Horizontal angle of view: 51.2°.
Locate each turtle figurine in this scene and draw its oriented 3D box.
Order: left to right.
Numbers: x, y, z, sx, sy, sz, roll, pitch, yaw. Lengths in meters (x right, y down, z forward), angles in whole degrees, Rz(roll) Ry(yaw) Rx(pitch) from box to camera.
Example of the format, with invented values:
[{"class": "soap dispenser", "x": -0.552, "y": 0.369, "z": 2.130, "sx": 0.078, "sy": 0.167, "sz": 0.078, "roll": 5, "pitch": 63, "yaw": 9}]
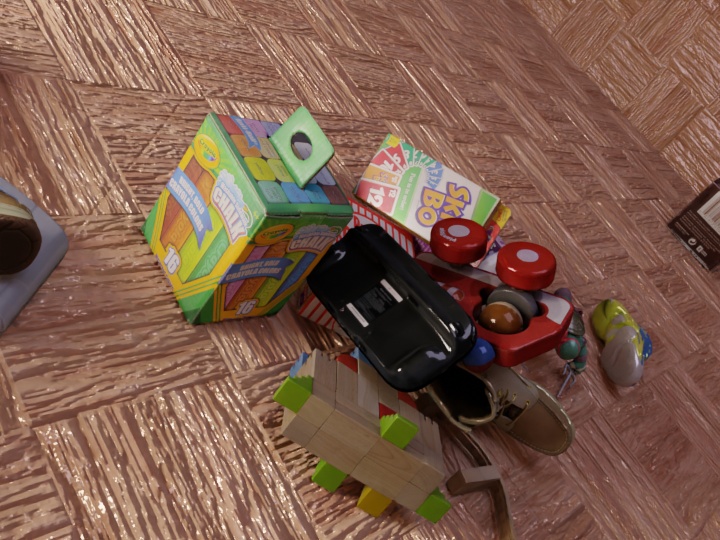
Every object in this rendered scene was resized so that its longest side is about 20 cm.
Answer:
[{"class": "turtle figurine", "x": 0.274, "y": 0.087, "z": 1.064, "sx": 0.148, "sy": 0.101, "sz": 0.202, "roll": 33, "pitch": 27, "yaw": -14}]

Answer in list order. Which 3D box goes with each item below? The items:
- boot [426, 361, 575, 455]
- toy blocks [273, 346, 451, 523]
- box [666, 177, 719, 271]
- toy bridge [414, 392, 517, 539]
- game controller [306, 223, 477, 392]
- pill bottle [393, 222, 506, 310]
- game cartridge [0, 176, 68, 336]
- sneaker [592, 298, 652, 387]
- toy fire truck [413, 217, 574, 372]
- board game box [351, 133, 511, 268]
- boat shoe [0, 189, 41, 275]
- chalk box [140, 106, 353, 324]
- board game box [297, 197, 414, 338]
[{"class": "boot", "x": 0.153, "y": 0.149, "z": 0.833, "sx": 0.199, "sy": 0.073, "sz": 0.154, "roll": 40, "pitch": 12, "yaw": 8}, {"class": "toy blocks", "x": 0.003, "y": 0.134, "z": 0.723, "sx": 0.198, "sy": 0.101, "sz": 0.138, "roll": 33, "pitch": 21, "yaw": -15}, {"class": "box", "x": 0.943, "y": -0.127, "z": 1.985, "sx": 0.167, "sy": 0.165, "sz": 0.198, "roll": 50, "pitch": 32, "yaw": 16}, {"class": "toy bridge", "x": 0.122, "y": 0.221, "z": 0.793, "sx": 0.066, "sy": 0.027, "sz": 0.203, "roll": 9, "pitch": 44, "yaw": -43}, {"class": "game controller", "x": 0.026, "y": 0.031, "z": 0.754, "sx": 0.200, "sy": 0.104, "sz": 0.042, "roll": 47, "pitch": -8, "yaw": 37}, {"class": "pill bottle", "x": 0.141, "y": -0.018, "z": 1.021, "sx": 0.111, "sy": 0.113, "sz": 0.202, "roll": -11, "pitch": 59, "yaw": -52}, {"class": "game cartridge", "x": -0.341, "y": -0.044, "z": 0.596, "sx": 0.198, "sy": 0.042, "sz": 0.135, "roll": 33, "pitch": 37, "yaw": -14}, {"class": "sneaker", "x": 0.441, "y": 0.128, "z": 1.212, "sx": 0.104, "sy": 0.076, "sz": 0.202, "roll": 33, "pitch": 32, "yaw": -15}, {"class": "toy fire truck", "x": 0.117, "y": 0.043, "z": 0.803, "sx": 0.196, "sy": 0.115, "sz": 0.168, "roll": 22, "pitch": 39, "yaw": 25}, {"class": "board game box", "x": 0.091, "y": -0.090, "z": 0.979, "sx": 0.198, "sy": 0.097, "sz": 0.030, "roll": 34, "pitch": -3, "yaw": 18}, {"class": "boat shoe", "x": -0.331, "y": -0.047, "z": 0.526, "sx": 0.198, "sy": 0.072, "sz": 0.076, "roll": 18, "pitch": 25, "yaw": -48}, {"class": "chalk box", "x": -0.100, "y": -0.063, "z": 0.724, "sx": 0.122, "sy": 0.201, "sz": 0.126, "roll": -5, "pitch": 52, "yaw": -49}, {"class": "board game box", "x": 0.000, "y": 0.000, "z": 0.906, "sx": 0.149, "sy": 0.046, "sz": 0.203, "roll": 27, "pitch": 35, "yaw": -23}]
